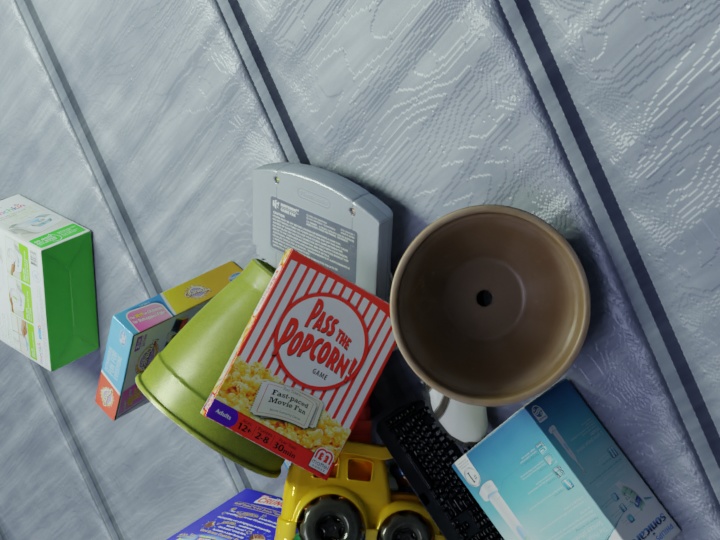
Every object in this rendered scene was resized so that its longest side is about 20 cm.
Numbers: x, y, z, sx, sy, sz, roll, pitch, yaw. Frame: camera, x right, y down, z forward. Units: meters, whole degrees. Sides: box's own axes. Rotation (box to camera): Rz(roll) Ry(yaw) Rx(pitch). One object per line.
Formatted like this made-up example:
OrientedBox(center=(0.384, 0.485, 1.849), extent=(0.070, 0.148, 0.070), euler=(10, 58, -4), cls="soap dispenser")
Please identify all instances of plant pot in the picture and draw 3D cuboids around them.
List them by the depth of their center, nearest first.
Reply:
OrientedBox(center=(0.129, 0.032, 1.419), extent=(0.199, 0.093, 0.203), euler=(0, 96, 1), cls="plant pot")
OrientedBox(center=(-0.121, 0.099, 1.593), extent=(0.200, 0.200, 0.194), euler=(36, 92, 27), cls="plant pot")

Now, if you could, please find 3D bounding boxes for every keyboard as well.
OrientedBox(center=(0.111, 0.228, 1.554), extent=(0.201, 0.104, 0.040), euler=(56, 151, 10), cls="keyboard")

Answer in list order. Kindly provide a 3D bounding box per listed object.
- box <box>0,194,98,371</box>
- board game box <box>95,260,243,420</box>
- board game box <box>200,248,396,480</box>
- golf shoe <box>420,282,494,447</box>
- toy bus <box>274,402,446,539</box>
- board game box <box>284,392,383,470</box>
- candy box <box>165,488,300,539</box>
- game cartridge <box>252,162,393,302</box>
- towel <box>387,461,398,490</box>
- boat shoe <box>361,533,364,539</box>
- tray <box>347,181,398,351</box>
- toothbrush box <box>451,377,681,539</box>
OrientedBox(center=(-0.480, 0.017, 2.042), extent=(0.176, 0.096, 0.202), euler=(23, 125, 36), cls="box")
OrientedBox(center=(-0.236, 0.087, 1.758), extent=(0.040, 0.199, 0.154), euler=(39, 132, 23), cls="board game box")
OrientedBox(center=(-0.059, 0.100, 1.498), extent=(0.151, 0.201, 0.046), euler=(28, 173, -11), cls="board game box")
OrientedBox(center=(0.114, 0.100, 1.510), extent=(0.094, 0.078, 0.202), euler=(-2, 109, 45), cls="golf shoe")
OrientedBox(center=(0.009, 0.237, 1.605), extent=(0.136, 0.198, 0.194), euler=(119, 158, -81), cls="toy bus")
OrientedBox(center=(-0.082, 0.131, 1.735), extent=(0.165, 0.057, 0.201), euler=(-39, 81, 45), cls="board game box")
OrientedBox(center=(-0.156, 0.372, 1.819), extent=(0.168, 0.199, 0.078), euler=(5, 115, 44), cls="candy box")
OrientedBox(center=(-0.044, -0.048, 1.592), extent=(0.199, 0.041, 0.134), euler=(24, 128, 35), cls="game cartridge")
OrientedBox(center=(0.098, 0.335, 1.680), extent=(0.152, 0.023, 0.202), euler=(6, 113, 42), cls="towel")
OrientedBox(center=(-0.040, 0.296, 1.725), extent=(0.070, 0.070, 0.201), euler=(1, 130, 22), cls="boat shoe")
OrientedBox(center=(0.000, 0.000, 1.614), extent=(0.107, 0.022, 0.201), euler=(-18, 96, 48), cls="tray")
OrientedBox(center=(0.214, 0.240, 1.472), extent=(0.201, 0.085, 0.147), euler=(54, 136, 12), cls="toothbrush box")
